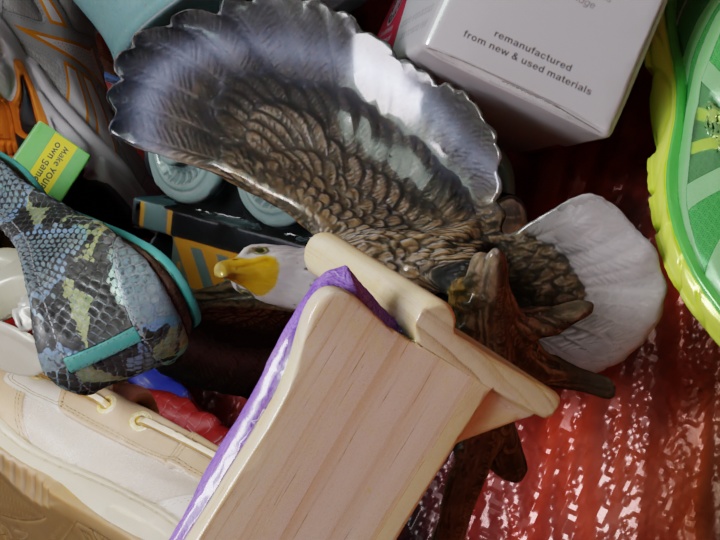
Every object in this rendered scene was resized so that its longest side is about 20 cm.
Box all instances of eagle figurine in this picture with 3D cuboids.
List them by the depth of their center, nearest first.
[{"bbox_3d":[-0.005,-0.003,1.024,0.152,0.151,0.200,-50,41,-7],"label":"eagle figurine"}]

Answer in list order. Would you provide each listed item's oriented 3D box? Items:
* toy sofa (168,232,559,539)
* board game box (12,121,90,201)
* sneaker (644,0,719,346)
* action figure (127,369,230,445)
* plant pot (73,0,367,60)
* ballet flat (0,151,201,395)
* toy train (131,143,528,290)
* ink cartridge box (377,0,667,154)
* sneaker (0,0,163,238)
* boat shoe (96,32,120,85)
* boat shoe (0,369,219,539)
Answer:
[{"bbox_3d":[-0.036,0.088,0.885,0.200,0.097,0.083,-59,30,1],"label":"toy sofa"},{"bbox_3d":[-0.191,0.041,1.178,0.200,0.029,0.135,-59,9,-22],"label":"board game box"},{"bbox_3d":[0.155,-0.044,1.042,0.083,0.074,0.200,-24,57,32],"label":"sneaker"},{"bbox_3d":[-0.085,0.060,1.193,0.052,0.065,0.200,-36,48,-8],"label":"action figure"},{"bbox_3d":[-0.071,-0.188,1.124,0.200,0.200,0.188,-30,77,24],"label":"plant pot"},{"bbox_3d":[-0.130,0.001,1.038,0.074,0.074,0.200,-63,28,-2],"label":"ballet flat"},{"bbox_3d":[-0.017,-0.009,1.148,0.200,0.085,0.114,14,103,39],"label":"toy train"},{"bbox_3d":[0.084,-0.153,1.095,0.148,0.085,0.200,169,124,-81],"label":"ink cartridge box"},{"bbox_3d":[-0.134,-0.092,1.215,0.076,0.200,0.092,8,60,36],"label":"sneaker"},{"bbox_3d":[-0.088,-0.121,1.266,0.200,0.072,0.072,17,81,41],"label":"boat shoe"},{"bbox_3d":[-0.100,0.070,1.030,0.069,0.074,0.200,-37,45,-27],"label":"boat shoe"}]
